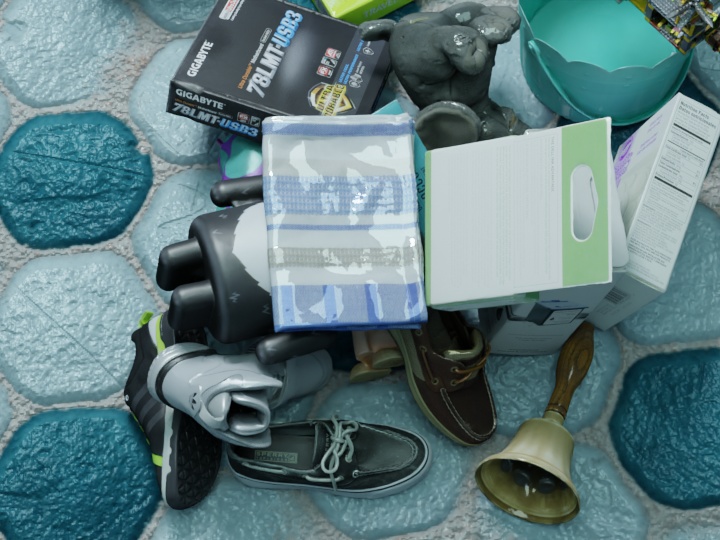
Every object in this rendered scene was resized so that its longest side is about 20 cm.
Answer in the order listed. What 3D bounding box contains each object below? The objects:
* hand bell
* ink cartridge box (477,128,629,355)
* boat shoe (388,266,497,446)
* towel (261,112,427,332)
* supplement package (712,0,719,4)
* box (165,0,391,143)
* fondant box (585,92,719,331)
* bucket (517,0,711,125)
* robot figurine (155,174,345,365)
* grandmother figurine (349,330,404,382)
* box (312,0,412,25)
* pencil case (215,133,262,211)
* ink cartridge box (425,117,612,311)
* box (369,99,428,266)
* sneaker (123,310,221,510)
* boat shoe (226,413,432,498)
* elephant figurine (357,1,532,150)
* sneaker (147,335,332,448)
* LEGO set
[{"bbox_3d":[0.189,0.132,1.506,0.103,0.105,0.201,19,55,9],"label":"hand bell"},{"bbox_3d":[0.174,-0.024,1.493,0.085,0.200,0.148,0,65,-12],"label":"ink cartridge box"},{"bbox_3d":[0.084,0.080,1.474,0.072,0.072,0.201,-36,108,-33],"label":"boat shoe"},{"bbox_3d":[-0.014,-0.045,1.401,0.145,0.024,0.202,-1,77,-13],"label":"towel"},{"bbox_3d":[0.417,-0.404,1.708,0.199,0.120,0.121,-36,72,-14],"label":"supplement package"},{"bbox_3d":[-0.077,-0.203,1.612,0.197,0.050,0.201,20,41,1],"label":"box"},{"bbox_3d":[0.276,-0.055,1.537,0.058,0.144,0.201,27,68,-6],"label":"fondant box"},{"bbox_3d":[0.259,-0.259,1.637,0.205,0.135,0.209,-1,66,1],"label":"bucket"},{"bbox_3d":[-0.087,-0.004,1.448,0.198,0.125,0.152,-13,109,-16],"label":"robot figurine"},{"bbox_3d":[0.000,0.000,1.535,0.060,0.121,0.202,4,64,-46],"label":"grandmother figurine"},{"bbox_3d":[0.029,-0.354,1.731,0.199,0.048,0.122,-28,69,-10],"label":"box"},{"bbox_3d":[-0.120,-0.040,1.572,0.091,0.085,0.202,3,64,20],"label":"pencil case"},{"bbox_3d":[0.145,-0.046,1.370,0.199,0.048,0.147,-7,77,38],"label":"ink cartridge box"},{"bbox_3d":[0.057,-0.059,1.490,0.049,0.082,0.201,-32,94,-15],"label":"box"},{"bbox_3d":[-0.188,0.136,1.518,0.082,0.071,0.202,-16,67,32],"label":"sneaker"},{"bbox_3d":[-0.030,0.170,1.486,0.197,0.068,0.074,5,66,3],"label":"boat shoe"},{"bbox_3d":[0.105,-0.163,1.599,0.141,0.202,0.155,-24,31,-32],"label":"elephant figurine"},{"bbox_3d":[-0.090,0.114,1.457,0.199,0.076,0.115,-1,22,-38],"label":"sneaker"},{"bbox_3d":[0.312,-0.317,1.523,0.153,0.116,0.201,-31,69,-13],"label":"LEGO set"}]
